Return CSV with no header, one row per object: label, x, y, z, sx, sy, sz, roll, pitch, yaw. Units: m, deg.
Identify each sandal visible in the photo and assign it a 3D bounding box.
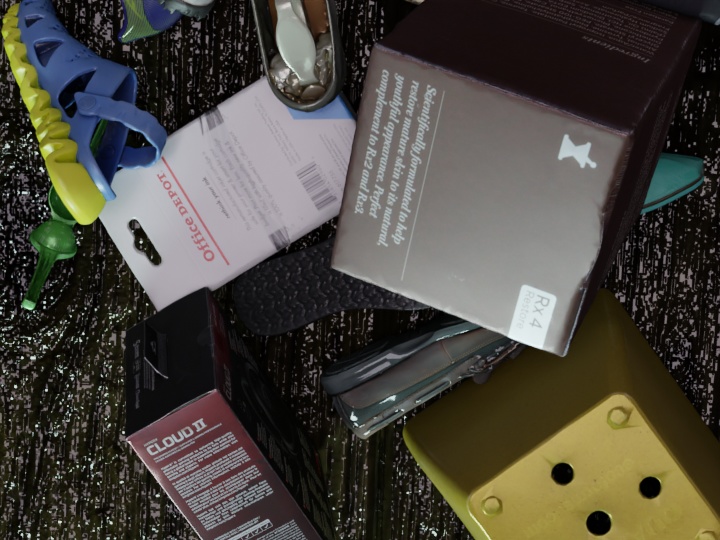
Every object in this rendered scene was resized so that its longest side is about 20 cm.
sandal,-0.001,-0.001,1.103,0.200,0.048,0.076,-12,93,21
sandal,-0.201,-0.126,1.057,0.087,0.080,0.200,-25,63,-4

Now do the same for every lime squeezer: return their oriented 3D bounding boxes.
lime squeezer,-0.217,-0.042,1.087,0.038,0.071,0.200,34,54,-26

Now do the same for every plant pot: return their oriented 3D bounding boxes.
plant pot,0.163,0.157,1.051,0.200,0.176,0.200,-36,94,6

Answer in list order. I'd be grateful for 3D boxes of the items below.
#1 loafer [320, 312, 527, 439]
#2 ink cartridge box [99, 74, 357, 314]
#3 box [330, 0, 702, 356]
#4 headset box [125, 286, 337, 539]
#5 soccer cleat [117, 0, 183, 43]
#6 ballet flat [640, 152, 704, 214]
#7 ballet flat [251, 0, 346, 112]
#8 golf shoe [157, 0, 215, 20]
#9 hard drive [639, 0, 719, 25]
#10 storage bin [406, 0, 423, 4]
loafer,0.070,0.066,1.101,0.200,0.072,0.063,-23,99,14
ink cartridge box,-0.090,-0.066,1.090,0.200,0.068,0.116,-31,95,6
box,0.103,-0.084,0.938,0.164,0.200,0.166,22,125,14
headset box,-0.098,0.120,1.041,0.077,0.149,0.200,-29,118,6
soccer cleat,-0.203,-0.262,1.073,0.084,0.065,0.200,-32,95,8
ballet flat,0.157,-0.054,1.078,0.200,0.067,0.071,-27,102,7
ballet flat,-0.049,-0.205,0.987,0.067,0.064,0.200,-9,108,10
golf shoe,-0.119,-0.281,1.023,0.078,0.094,0.201,1,80,-38
hard drive,0.197,-0.219,0.997,0.135,0.200,0.042,16,113,0
storage bin,0.035,-0.302,1.042,0.200,0.094,0.199,18,97,0
